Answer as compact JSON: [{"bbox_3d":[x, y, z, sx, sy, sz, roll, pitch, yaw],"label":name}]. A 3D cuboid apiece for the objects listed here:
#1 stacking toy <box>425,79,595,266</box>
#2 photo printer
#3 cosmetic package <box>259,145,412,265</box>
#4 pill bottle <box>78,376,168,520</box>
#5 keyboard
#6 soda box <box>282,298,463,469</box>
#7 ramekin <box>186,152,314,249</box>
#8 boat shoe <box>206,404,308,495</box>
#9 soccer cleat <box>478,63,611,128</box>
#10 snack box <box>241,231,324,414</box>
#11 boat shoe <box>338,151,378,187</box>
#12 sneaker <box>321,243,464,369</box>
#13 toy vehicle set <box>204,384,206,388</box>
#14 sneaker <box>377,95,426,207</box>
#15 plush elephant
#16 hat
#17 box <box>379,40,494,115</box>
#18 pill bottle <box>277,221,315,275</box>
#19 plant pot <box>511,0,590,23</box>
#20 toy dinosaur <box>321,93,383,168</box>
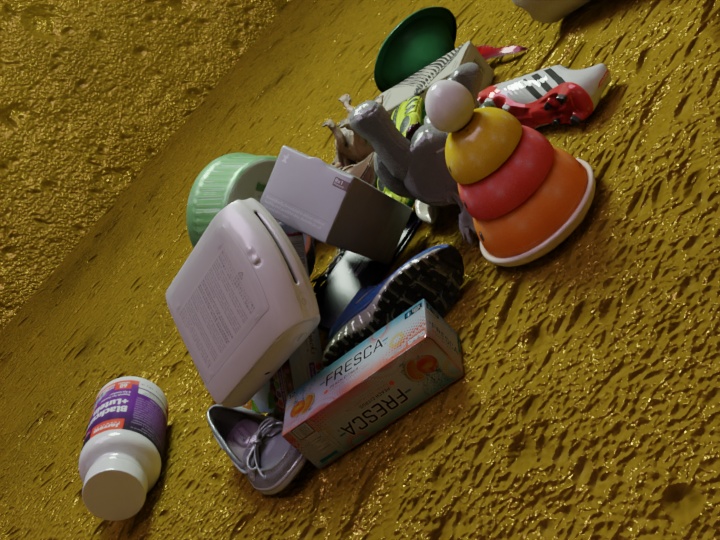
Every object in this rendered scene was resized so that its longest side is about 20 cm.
[{"bbox_3d":[0.134,-0.118,0.918,0.145,0.200,0.147,-36,24,19],"label":"stacking toy"},{"bbox_3d":[-0.129,0.033,0.980,0.069,0.168,0.200,-14,-25,-42],"label":"photo printer"},{"bbox_3d":[-0.025,-0.074,1.076,0.106,0.199,0.092,26,96,26],"label":"cosmetic package"},{"bbox_3d":[-0.328,0.246,1.235,0.111,0.111,0.201,-40,24,12],"label":"pill bottle"},{"bbox_3d":[0.000,0.000,1.188,0.103,0.040,0.201,21,67,40],"label":"keyboard"},{"bbox_3d":[0.010,0.120,0.923,0.199,0.064,0.069,-36,25,22],"label":"soda box"},{"bbox_3d":[-0.159,-0.082,1.375,0.097,0.200,0.202,2,51,50],"label":"ramekin"},{"bbox_3d":[-0.121,0.197,1.021,0.075,0.065,0.201,-51,24,-12],"label":"boat shoe"},{"bbox_3d":[0.222,-0.215,1.104,0.085,0.069,0.199,-45,25,-22],"label":"soccer cleat"},{"bbox_3d":[-0.107,0.065,1.063,0.052,0.205,0.141,-9,0,-35],"label":"snack box"},{"bbox_3d":[-0.031,-0.113,1.299,0.200,0.071,0.076,-43,19,49],"label":"boat shoe"},{"bbox_3d":[0.031,0.034,1.008,0.199,0.078,0.090,-40,26,16],"label":"sneaker"},{"bbox_3d":[-0.194,0.062,1.224,0.124,0.026,0.205,168,102,-73],"label":"toy vehicle set"},{"bbox_3d":[0.078,-0.155,1.225,0.074,0.083,0.203,-29,36,42],"label":"sneaker"},{"bbox_3d":[0.104,-0.137,1.080,0.162,0.203,0.155,-25,5,12],"label":"plush elephant"},{"bbox_3d":[0.133,-0.301,1.409,0.164,0.201,0.177,-29,63,-16],"label":"hat"},{"bbox_3d":[0.105,-0.263,1.367,0.198,0.068,0.083,-23,32,43],"label":"box"},{"bbox_3d":[-0.121,-0.006,1.209,0.107,0.105,0.200,-58,2,-27],"label":"pill bottle"},{"bbox_3d":[0.292,-0.446,1.220,0.183,0.199,0.202,-33,24,53],"label":"plant pot"},{"bbox_3d":[0.012,-0.186,1.349,0.086,0.137,0.199,-43,29,-21],"label":"toy dinosaur"}]
